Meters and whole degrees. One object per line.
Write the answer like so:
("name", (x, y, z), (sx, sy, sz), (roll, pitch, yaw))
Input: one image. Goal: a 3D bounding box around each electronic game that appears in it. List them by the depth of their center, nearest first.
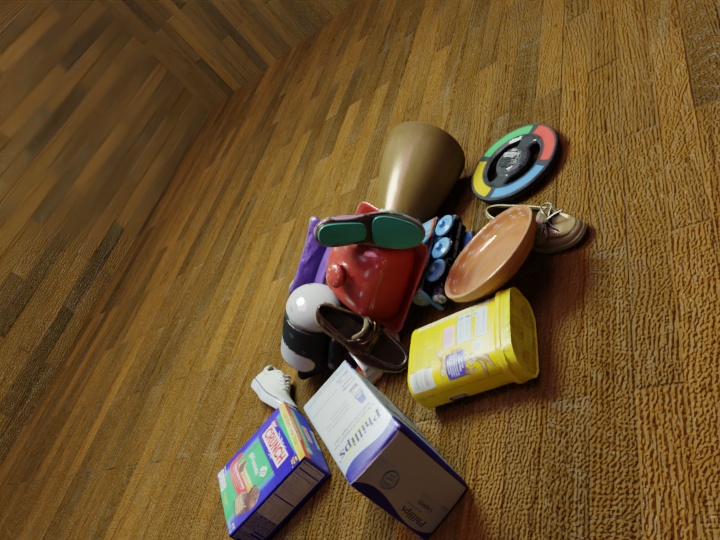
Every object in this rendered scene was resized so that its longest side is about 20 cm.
("electronic game", (0.311, -0.218, 1.246), (0.198, 0.042, 0.202), (-33, 33, 25))

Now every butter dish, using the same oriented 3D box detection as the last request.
("butter dish", (0.000, 0.000, 1.149), (0.199, 0.146, 0.203), (39, 123, 35))

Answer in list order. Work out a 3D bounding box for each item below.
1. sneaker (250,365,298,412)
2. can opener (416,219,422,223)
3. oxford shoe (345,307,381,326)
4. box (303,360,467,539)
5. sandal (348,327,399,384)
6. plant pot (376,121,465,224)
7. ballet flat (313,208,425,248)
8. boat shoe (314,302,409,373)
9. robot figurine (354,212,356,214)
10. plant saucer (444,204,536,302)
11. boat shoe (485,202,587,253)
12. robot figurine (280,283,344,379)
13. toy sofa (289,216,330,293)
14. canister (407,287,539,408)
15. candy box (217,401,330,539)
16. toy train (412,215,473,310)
("sneaker", (-0.179, 0.251, 1.311), (0.072, 0.073, 0.199), (-58, 31, -8))
("can opener", (0.069, -0.020, 1.224), (0.067, 0.051, 0.203), (-88, 14, -56))
("oxford shoe", (-0.024, 0.072, 1.315), (0.072, 0.072, 0.199), (-53, 30, -5))
("box", (0.034, 0.263, 0.919), (0.105, 0.184, 0.200), (-46, 31, -3))
("sandal", (-0.003, 0.189, 1.170), (0.208, 0.059, 0.079), (-52, 31, -8))
("plant pot", (0.111, -0.178, 1.317), (0.184, 0.186, 0.203), (-10, 48, 46))
("ballet flat", (0.015, -0.077, 1.082), (0.195, 0.071, 0.072), (-2, 29, -2))
("boat shoe", (0.003, 0.119, 1.115), (0.073, 0.198, 0.072), (-55, -5, -14))
("robot figurine", (-0.046, -0.054, 1.484), (0.202, 0.058, 0.144), (-60, 16, -19))
("plant saucer", (0.223, -0.023, 1.034), (0.201, 0.037, 0.201), (-48, 13, 14))
("boat shoe", (0.301, -0.080, 1.080), (0.198, 0.063, 0.074), (8, 60, 54))
("robot figurine", (-0.096, 0.122, 1.241), (0.126, 0.147, 0.203), (-65, -11, -55))
("toy sofa", (-0.086, -0.007, 1.314), (0.083, 0.096, 0.204), (-104, 31, -67))
("canister", (0.176, 0.128, 0.985), (0.198, 0.086, 0.151), (-27, 36, 34))
("candy box", (-0.168, 0.380, 1.149), (0.200, 0.077, 0.169), (-46, 30, 1))
("toy train", (0.151, -0.016, 1.188), (0.113, 0.086, 0.203), (-27, 38, 46))
